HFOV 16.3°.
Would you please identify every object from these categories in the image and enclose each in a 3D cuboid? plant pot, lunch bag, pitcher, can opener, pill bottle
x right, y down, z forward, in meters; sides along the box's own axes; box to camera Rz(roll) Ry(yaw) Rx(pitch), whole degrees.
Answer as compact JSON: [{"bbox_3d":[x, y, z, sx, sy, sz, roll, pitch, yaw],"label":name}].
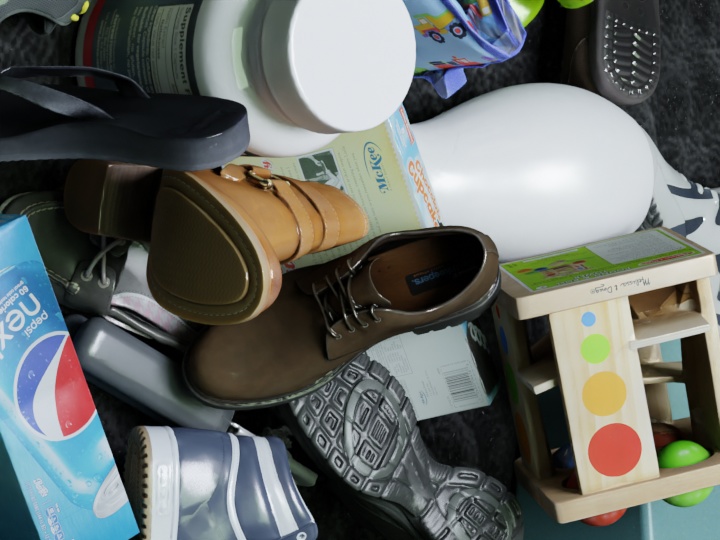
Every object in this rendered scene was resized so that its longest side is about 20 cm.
[{"bbox_3d":[0.193,0.146,1.698,0.141,0.141,0.201,2,83,-38],"label":"plant pot"},{"bbox_3d":[0.006,-0.186,1.513,0.094,0.150,0.200,-45,112,-28],"label":"lunch bag"},{"bbox_3d":[0.082,-0.034,1.624,0.199,0.121,0.173,-4,111,-28],"label":"pitcher"},{"bbox_3d":[-0.105,0.092,1.508,0.200,0.053,0.067,39,70,-33],"label":"can opener"},{"bbox_3d":[-0.064,-0.123,1.439,0.119,0.199,0.120,-2,93,-39],"label":"pill bottle"}]

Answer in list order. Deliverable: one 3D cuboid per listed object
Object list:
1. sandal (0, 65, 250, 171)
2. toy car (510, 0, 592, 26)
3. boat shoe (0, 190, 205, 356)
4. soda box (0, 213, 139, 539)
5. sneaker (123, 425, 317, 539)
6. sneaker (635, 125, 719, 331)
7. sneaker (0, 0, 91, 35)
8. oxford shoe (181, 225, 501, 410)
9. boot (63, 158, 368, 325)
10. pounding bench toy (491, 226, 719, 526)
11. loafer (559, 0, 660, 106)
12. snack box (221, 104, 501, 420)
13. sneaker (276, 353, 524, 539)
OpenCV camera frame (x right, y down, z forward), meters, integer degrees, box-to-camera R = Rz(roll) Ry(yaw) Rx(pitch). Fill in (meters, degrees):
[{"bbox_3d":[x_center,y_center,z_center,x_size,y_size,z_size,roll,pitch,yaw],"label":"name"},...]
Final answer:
[{"bbox_3d":[-0.153,-0.092,1.384,0.076,0.199,0.043,-53,141,-55],"label":"sandal"},{"bbox_3d":[0.106,-0.276,1.614,0.164,0.157,0.200,48,52,-18],"label":"toy car"},{"bbox_3d":[-0.125,0.006,1.486,0.200,0.057,0.067,30,73,-35],"label":"boat shoe"},{"bbox_3d":[-0.197,0.071,1.424,0.064,0.068,0.201,-29,109,-34],"label":"soda box"},{"bbox_3d":[-0.086,0.190,1.490,0.108,0.070,0.201,-1,101,-21],"label":"sneaker"},{"bbox_3d":[0.233,-0.048,1.757,0.130,0.079,0.200,-46,118,-29],"label":"sneaker"},{"bbox_3d":[-0.170,-0.182,1.444,0.199,0.074,0.085,-16,108,-28],"label":"sneaker"},{"bbox_3d":[-0.014,0.019,1.459,0.199,0.084,0.073,-26,77,-4],"label":"oxford shoe"},{"bbox_3d":[-0.057,-0.023,1.411,0.154,0.200,0.074,4,109,-36],"label":"boot"},{"bbox_3d":[0.191,0.061,1.547,0.199,0.124,0.157,-13,100,-6],"label":"pounding bench toy"},{"bbox_3d":[0.163,-0.198,1.704,0.073,0.071,0.201,26,59,-30],"label":"loafer"},{"bbox_3d":[0.000,0.000,1.549,0.037,0.116,0.201,-56,130,-62],"label":"snack box"},{"bbox_3d":[0.008,0.123,1.544,0.200,0.091,0.076,47,61,-21],"label":"sneaker"}]
